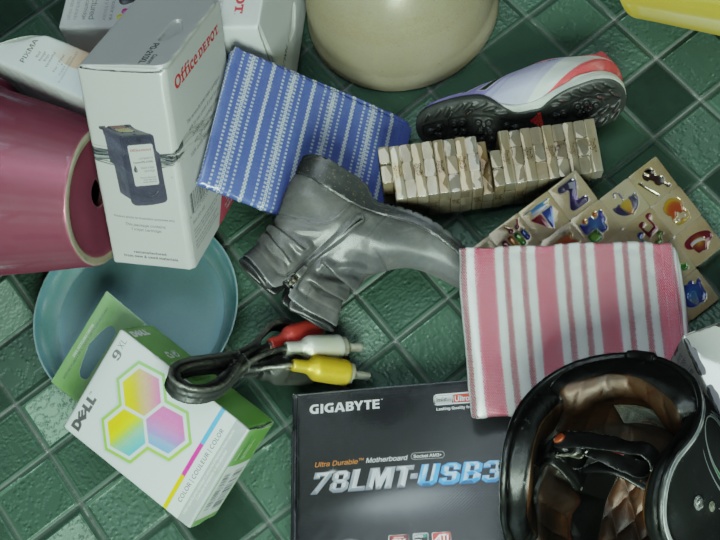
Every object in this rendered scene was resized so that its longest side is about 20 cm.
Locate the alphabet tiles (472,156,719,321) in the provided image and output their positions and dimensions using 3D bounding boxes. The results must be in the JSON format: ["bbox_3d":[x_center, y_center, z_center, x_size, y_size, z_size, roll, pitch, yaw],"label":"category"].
[{"bbox_3d":[0.213,-0.003,1.190,0.199,0.008,0.168,-36,84,-8],"label":"alphabet tiles"}]

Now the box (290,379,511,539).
[{"bbox_3d":[0.041,0.195,1.137,0.198,0.050,0.200,-4,65,8],"label":"box"}]

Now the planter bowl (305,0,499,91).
[{"bbox_3d":[0.033,-0.298,1.327,0.198,0.135,0.202,-4,63,8],"label":"planter bowl"}]

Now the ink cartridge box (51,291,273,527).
[{"bbox_3d":[-0.185,0.117,1.172,0.199,0.059,0.104,36,102,14],"label":"ink cartridge box"}]

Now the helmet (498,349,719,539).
[{"bbox_3d":[0.201,0.183,1.033,0.198,0.192,0.201,-12,30,7],"label":"helmet"}]

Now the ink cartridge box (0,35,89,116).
[{"bbox_3d":[-0.299,-0.179,1.318,0.199,0.162,0.050,28,77,22],"label":"ink cartridge box"}]

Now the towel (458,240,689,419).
[{"bbox_3d":[0.182,0.051,1.148,0.198,0.030,0.148,-1,77,-8],"label":"towel"}]

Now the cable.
[{"bbox_3d":[-0.087,0.069,1.167,0.097,0.199,0.051,51,123,36],"label":"cable"}]

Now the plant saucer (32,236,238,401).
[{"bbox_3d":[-0.208,0.040,1.270,0.198,0.027,0.202,-5,64,9],"label":"plant saucer"}]

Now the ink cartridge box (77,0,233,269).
[{"bbox_3d":[-0.175,-0.126,1.222,0.083,0.202,0.145,5,36,13],"label":"ink cartridge box"}]

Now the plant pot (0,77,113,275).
[{"bbox_3d":[-0.314,-0.078,1.243,0.177,0.200,0.202,7,66,19],"label":"plant pot"}]

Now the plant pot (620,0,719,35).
[{"bbox_3d":[0.342,-0.297,1.248,0.187,0.201,0.202,5,64,31],"label":"plant pot"}]

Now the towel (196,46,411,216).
[{"bbox_3d":[-0.047,-0.107,1.251,0.198,0.024,0.146,21,66,-23],"label":"towel"}]

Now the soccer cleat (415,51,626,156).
[{"bbox_3d":[0.150,-0.160,1.286,0.198,0.069,0.074,-12,39,9],"label":"soccer cleat"}]

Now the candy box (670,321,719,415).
[{"bbox_3d":[0.366,0.121,1.079,0.166,0.072,0.202,-20,70,-3],"label":"candy box"}]

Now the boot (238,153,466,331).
[{"bbox_3d":[0.000,0.000,1.206,0.199,0.070,0.133,29,77,-5],"label":"boot"}]

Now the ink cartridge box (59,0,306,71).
[{"bbox_3d":[-0.167,-0.257,1.338,0.198,0.146,0.148,1,65,11],"label":"ink cartridge box"}]

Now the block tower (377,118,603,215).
[{"bbox_3d":[0.118,-0.091,1.240,0.198,0.058,0.055,-8,72,0],"label":"block tower"}]
